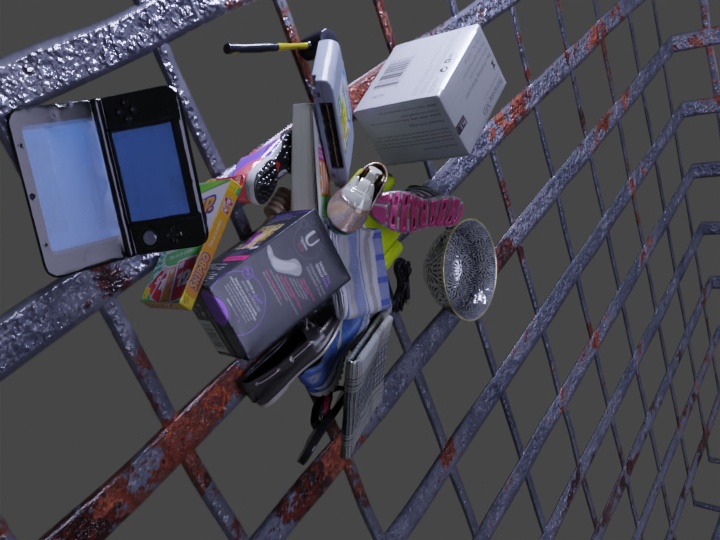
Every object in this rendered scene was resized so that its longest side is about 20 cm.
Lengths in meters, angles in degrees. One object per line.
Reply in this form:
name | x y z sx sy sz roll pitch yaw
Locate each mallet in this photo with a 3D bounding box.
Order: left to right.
mallet | -0.118 -0.348 1.126 0.198 0.065 0.042 -19 102 -47

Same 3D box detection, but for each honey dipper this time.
honey dipper | -0.159 -0.042 1.106 0.038 0.038 0.202 51 56 -36

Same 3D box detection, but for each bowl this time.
bowl | 0.186 -0.001 1.467 0.199 0.093 0.205 0 91 -50

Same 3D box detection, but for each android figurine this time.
android figurine | 0.016 -0.084 1.309 0.200 0.041 0.184 -49 126 -39

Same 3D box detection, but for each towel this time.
towel | 0.000 0.000 1.188 0.199 0.023 0.150 -5 86 -65
towel | 0.014 0.187 1.228 0.200 0.034 0.196 -51 149 -61

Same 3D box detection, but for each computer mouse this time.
computer mouse | 0.028 0.071 1.313 0.200 0.043 0.111 -43 146 -39

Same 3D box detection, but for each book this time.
book | -0.075 -0.153 1.166 0.134 0.047 0.204 -19 108 -79

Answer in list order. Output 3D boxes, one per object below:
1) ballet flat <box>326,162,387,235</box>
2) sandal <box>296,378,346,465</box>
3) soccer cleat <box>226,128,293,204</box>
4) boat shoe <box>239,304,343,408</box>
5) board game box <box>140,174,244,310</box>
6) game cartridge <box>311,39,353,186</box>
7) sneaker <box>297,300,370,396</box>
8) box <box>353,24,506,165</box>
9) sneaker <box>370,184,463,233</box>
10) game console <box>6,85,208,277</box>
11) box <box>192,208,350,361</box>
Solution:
ballet flat | -0.001 -0.126 1.159 0.067 0.068 0.201 32 31 -3
sandal | -0.059 0.230 1.203 0.045 0.076 0.201 33 44 4
soccer cleat | -0.146 -0.163 1.102 0.201 0.072 0.069 -63 152 -52
boat shoe | -0.103 0.121 1.117 0.200 0.067 0.057 -48 121 -11
board game box | -0.224 -0.044 0.982 0.030 0.094 0.203 39 61 -40
game cartridge | -0.041 -0.254 1.166 0.202 0.040 0.135 80 8 -47
sneaker | -0.049 0.101 1.205 0.089 0.078 0.203 46 57 -42
box | 0.126 -0.311 1.312 0.131 0.198 0.201 52 54 -35
sneaker | 0.088 -0.114 1.321 0.197 0.087 0.075 -4 109 -31
game console | -0.299 -0.109 0.885 0.116 0.172 0.204 -51 132 -72
box | -0.132 0.016 1.026 0.199 0.105 0.124 -38 111 -29
